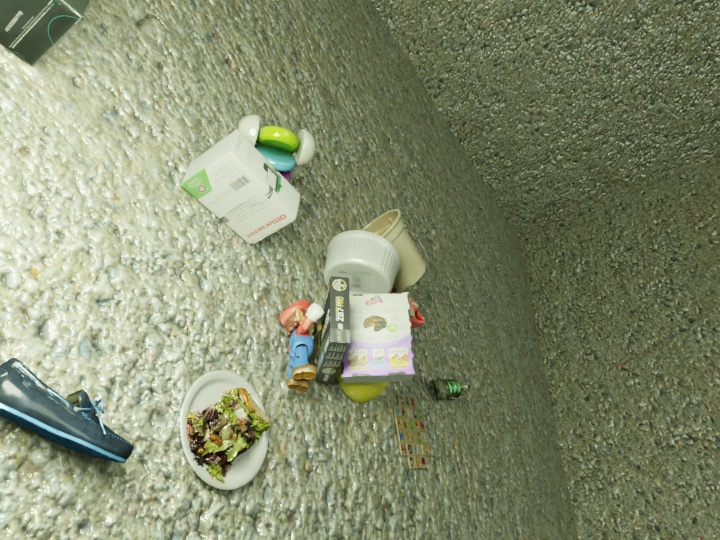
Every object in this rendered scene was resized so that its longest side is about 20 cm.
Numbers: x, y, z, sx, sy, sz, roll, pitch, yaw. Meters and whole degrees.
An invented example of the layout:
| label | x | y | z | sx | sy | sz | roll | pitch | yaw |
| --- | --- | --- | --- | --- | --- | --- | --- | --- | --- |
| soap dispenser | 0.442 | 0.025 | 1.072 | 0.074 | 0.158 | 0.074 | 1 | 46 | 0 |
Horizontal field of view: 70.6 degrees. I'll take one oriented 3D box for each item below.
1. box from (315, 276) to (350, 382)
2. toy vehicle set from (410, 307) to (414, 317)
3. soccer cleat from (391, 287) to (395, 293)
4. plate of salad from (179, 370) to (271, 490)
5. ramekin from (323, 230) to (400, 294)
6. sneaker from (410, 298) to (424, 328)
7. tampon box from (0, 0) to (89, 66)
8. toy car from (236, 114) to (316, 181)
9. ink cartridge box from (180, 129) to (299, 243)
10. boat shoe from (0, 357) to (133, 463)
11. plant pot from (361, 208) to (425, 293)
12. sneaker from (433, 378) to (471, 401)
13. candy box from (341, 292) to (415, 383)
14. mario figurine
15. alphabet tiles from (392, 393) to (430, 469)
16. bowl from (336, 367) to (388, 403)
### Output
| label | x | y | z | sx | sy | sz | roll | pitch | yaw |
| --- | --- | --- | --- | --- | --- | --- | --- | --- | --- |
| box | -0.062 | 0.134 | 1.127 | 0.049 | 0.200 | 0.162 | 5 | 54 | -12 |
| toy vehicle set | 0.047 | 0.123 | 1.382 | 0.200 | 0.124 | 0.027 | 16 | 56 | -56 |
| soccer cleat | 0.076 | 0.112 | 1.506 | 0.200 | 0.085 | 0.069 | 69 | 34 | -50 |
| plate of salad | -0.222 | 0.269 | 0.878 | 0.200 | 0.048 | 0.201 | 40 | 38 | -41 |
| ramekin | 0.000 | 0.000 | 1.322 | 0.201 | 0.200 | 0.098 | 46 | 41 | -33 |
| sneaker | 0.135 | 0.099 | 1.579 | 0.201 | 0.086 | 0.074 | 56 | 40 | -24 |
| tampon box | -0.514 | -0.464 | 0.807 | 0.126 | 0.149 | 0.201 | 37 | 39 | -44 |
| toy car | -0.206 | -0.246 | 1.153 | 0.174 | 0.200 | 0.151 | 12 | 75 | -24 |
| ink cartridge box | -0.244 | -0.167 | 1.065 | 0.200 | 0.145 | 0.085 | 45 | 33 | -37 |
| boat shoe | -0.368 | 0.180 | 0.646 | 0.200 | 0.084 | 0.069 | 49 | 44 | -34 |
| plant pot | 0.087 | -0.043 | 1.478 | 0.184 | 0.200 | 0.201 | 50 | 31 | -17 |
| sneaker | 0.306 | 0.384 | 1.678 | 0.200 | 0.088 | 0.077 | 14 | 57 | -56 |
| candy box | 0.037 | 0.158 | 1.201 | 0.072 | 0.166 | 0.201 | 88 | 0 | -66 |
| mario figurine | -0.110 | 0.150 | 1.086 | 0.106 | 0.123 | 0.201 | 43 | 30 | -42 |
| alphabet tiles | 0.145 | 0.452 | 1.432 | 0.166 | 0.006 | 0.201 | 28 | 47 | -51 |
| bowl | 0.027 | 0.224 | 1.288 | 0.200 | 0.107 | 0.201 | 40 | 37 | -40 |
